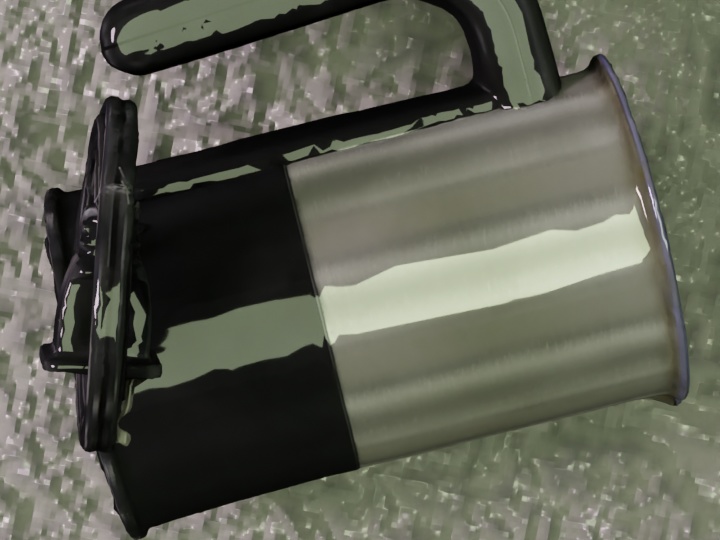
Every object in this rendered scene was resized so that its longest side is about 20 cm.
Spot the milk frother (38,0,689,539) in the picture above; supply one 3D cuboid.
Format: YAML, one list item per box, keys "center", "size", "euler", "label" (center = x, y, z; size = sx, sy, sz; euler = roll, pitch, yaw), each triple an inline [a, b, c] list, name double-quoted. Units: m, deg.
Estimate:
- center: [0.000, 0.000, 0.806]
  size: [0.188, 0.200, 0.181]
  euler: [-15, 117, -1]
  label: "milk frother"
